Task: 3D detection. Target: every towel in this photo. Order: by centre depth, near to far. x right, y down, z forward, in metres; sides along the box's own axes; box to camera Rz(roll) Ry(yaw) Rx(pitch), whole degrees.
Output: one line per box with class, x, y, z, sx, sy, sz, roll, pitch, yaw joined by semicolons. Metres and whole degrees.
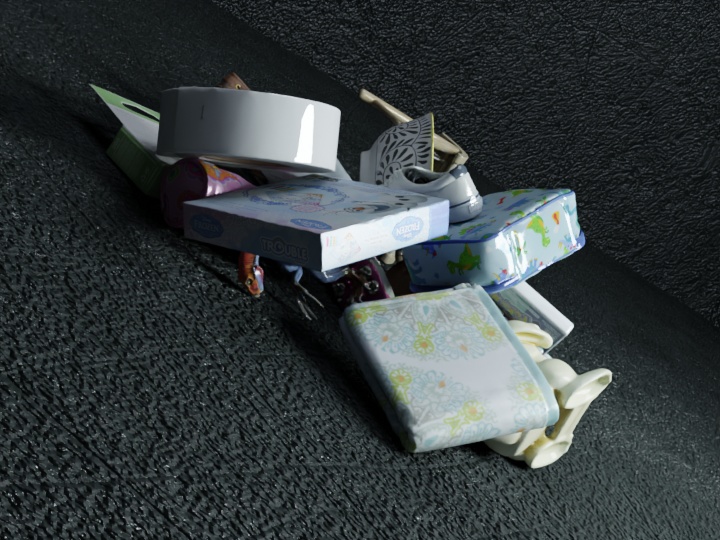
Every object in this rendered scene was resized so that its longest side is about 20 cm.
towel;0.087;0.098;1.236;0.171;0.048;0.200;-10;44;-22

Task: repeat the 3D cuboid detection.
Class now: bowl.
bowl;0.045;-0.113;1.608;0.094;0.201;0.201;2;15;0

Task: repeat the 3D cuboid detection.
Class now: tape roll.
tape roll;-0.124;-0.153;1.328;0.202;0.071;0.202;6;1;0

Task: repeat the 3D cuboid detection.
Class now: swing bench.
swing bench;0.041;-0.129;1.783;0.200;0.199;0.130;23;18;-40

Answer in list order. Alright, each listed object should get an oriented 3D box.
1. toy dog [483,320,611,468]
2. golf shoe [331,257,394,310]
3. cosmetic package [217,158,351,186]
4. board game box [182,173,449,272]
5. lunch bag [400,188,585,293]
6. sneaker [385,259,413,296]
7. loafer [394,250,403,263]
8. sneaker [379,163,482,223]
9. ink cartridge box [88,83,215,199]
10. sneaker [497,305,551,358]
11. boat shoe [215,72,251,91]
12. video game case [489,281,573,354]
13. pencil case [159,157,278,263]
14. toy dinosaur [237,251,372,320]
toy dog;0.142;0.122;1.349;0.194;0.140;0.200;-18;49;-39
golf shoe;0.000;0.000;1.479;0.091;0.075;0.200;14;25;-40
cosmetic package;-0.101;-0.128;1.536;0.200;0.052;0.151;23;-12;28
board game box;-0.046;-0.055;1.255;0.200;0.043;0.199;14;20;40
lunch bag;0.154;-0.035;1.414;0.161;0.083;0.200;0;21;45
sneaker;0.077;0.056;1.516;0.200;0.073;0.085;-104;171;-61
loafer;0.124;0.033;1.707;0.200;0.076;0.068;49;-1;6
sneaker;0.054;-0.090;1.439;0.073;0.200;0.071;-34;112;-53
ink cartridge box;-0.243;-0.140;1.448;0.145;0.048;0.200;20;18;-50
sneaker;0.156;0.097;1.529;0.200;0.078;0.091;39;40;18
boat shoe;-0.121;-0.206;1.690;0.200;0.068;0.072;33;-6;-9
video game case;0.166;0.046;1.584;0.200;0.023;0.182;41;-28;4
pencil case;-0.136;-0.063;1.369;0.200;0.087;0.087;21;19;-48
toy dinosaur;-0.068;-0.013;1.335;0.181;0.105;0.200;14;17;-32
